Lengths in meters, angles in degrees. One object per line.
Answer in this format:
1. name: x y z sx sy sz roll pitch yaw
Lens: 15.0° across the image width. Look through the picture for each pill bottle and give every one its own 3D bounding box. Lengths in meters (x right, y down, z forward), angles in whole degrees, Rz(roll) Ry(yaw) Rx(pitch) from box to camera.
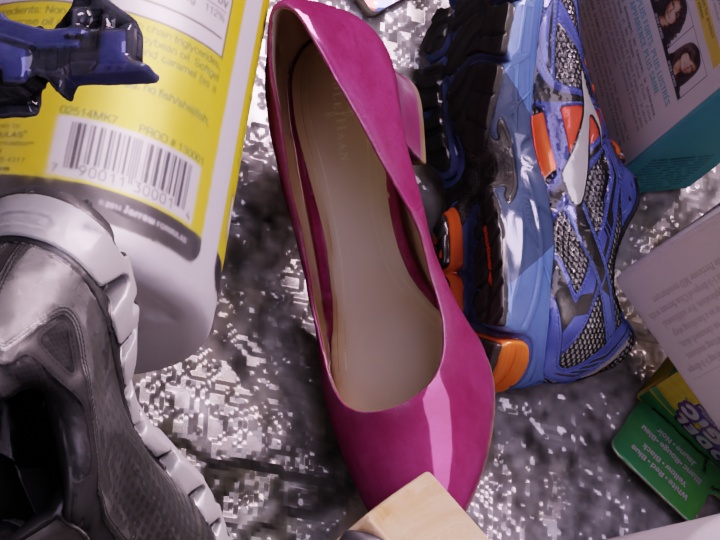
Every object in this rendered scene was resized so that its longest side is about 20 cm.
1. pill bottle: -0.094 -0.073 0.985 0.114 0.114 0.200 17 63 -17

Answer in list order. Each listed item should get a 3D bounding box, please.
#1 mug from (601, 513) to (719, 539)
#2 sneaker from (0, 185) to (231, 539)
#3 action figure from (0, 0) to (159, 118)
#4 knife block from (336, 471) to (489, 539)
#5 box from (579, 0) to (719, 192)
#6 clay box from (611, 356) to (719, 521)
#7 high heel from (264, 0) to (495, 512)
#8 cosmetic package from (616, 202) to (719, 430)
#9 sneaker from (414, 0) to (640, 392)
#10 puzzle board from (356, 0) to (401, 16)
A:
1. mug: 0.135 0.169 0.967 0.149 0.153 0.187 -24 81 -30
2. sneaker: -0.097 0.075 0.899 0.066 0.200 0.091 4 40 24
3. action figure: -0.147 -0.078 0.901 0.200 0.105 0.194 6 68 15
4. knife block: 0.012 0.111 0.861 0.064 0.176 0.200 50 52 4
5. box: 0.143 -0.103 1.052 0.049 0.200 0.082 -6 72 -25
6. clay box: 0.198 0.035 1.110 0.115 0.048 0.200 42 58 -4
7. high heel: 0.000 0.000 0.998 0.096 0.067 0.200 32 53 -59
8. cosmetic package: 0.196 0.054 1.017 0.071 0.101 0.200 -34 89 -27
9. sneaker: 0.070 -0.045 1.080 0.078 0.075 0.200 11 73 -29
10. puzzle board: 0.005 -0.219 1.145 0.151 0.017 0.200 -32 84 -31
